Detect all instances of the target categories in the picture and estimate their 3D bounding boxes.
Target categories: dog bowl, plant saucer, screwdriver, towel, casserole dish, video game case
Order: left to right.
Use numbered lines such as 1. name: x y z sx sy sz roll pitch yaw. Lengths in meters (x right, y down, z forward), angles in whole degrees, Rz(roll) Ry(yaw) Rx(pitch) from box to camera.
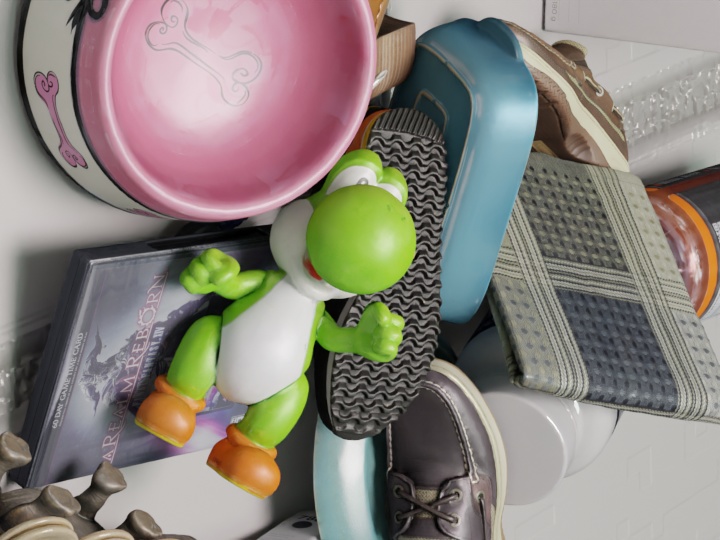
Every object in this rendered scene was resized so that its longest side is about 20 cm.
1. video game case: -0.106 0.045 1.464 0.200 0.019 0.143 -10 124 -51
2. dog bowl: -0.079 -0.116 1.385 0.200 0.074 0.200 -10 111 -27
3. screwdriver: -0.052 -0.048 1.485 0.200 0.029 0.028 -40 144 -12
4. plant saucer: 0.029 0.120 1.644 0.200 0.027 0.201 0 91 -61
5. casserole dish: 0.047 -0.060 1.567 0.039 0.121 0.200 -1 121 -30
6. towel: 0.138 0.007 1.634 0.192 0.035 0.200 11 48 -38

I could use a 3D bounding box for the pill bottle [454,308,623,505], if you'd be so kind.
1. pill bottle: 0.121 0.068 1.671 0.200 0.111 0.111 -52 139 -57

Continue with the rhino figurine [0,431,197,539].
1. rhino figurine: -0.157 0.152 1.415 0.087 0.060 0.200 -42 145 15

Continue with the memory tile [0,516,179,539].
1. memory tile: -0.163 0.191 1.393 0.153 0.017 0.200 -43 148 19

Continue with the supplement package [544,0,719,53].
1. supplement package: 0.239 -0.213 1.715 0.120 0.200 0.121 -14 109 -50

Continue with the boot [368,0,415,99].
1. boot: -0.035 -0.177 1.485 0.155 0.074 0.200 -23 114 -42

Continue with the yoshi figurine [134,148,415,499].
1. yoshi figurine: -0.036 0.023 1.422 0.200 0.112 0.112 -58 146 -3

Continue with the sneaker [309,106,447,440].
1. sneaker: 0.000 0.000 1.547 0.070 0.090 0.200 6 94 -31

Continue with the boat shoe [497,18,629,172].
1. boat shoe: 0.122 -0.121 1.708 0.202 0.075 0.075 47 49 -53

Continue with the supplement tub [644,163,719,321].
1. supplement tub: 0.227 -0.013 1.832 0.200 0.107 0.107 -16 112 -49

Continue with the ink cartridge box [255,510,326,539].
1. ink cartridge box: -0.048 0.213 1.578 0.200 0.039 0.100 -24 116 -59

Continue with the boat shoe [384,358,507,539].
1. boat shoe: 0.050 0.151 1.584 0.065 0.072 0.200 -52 140 -55
